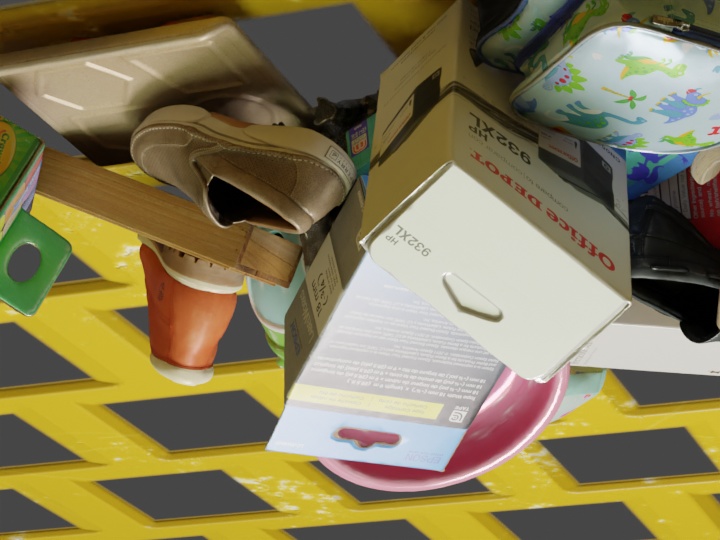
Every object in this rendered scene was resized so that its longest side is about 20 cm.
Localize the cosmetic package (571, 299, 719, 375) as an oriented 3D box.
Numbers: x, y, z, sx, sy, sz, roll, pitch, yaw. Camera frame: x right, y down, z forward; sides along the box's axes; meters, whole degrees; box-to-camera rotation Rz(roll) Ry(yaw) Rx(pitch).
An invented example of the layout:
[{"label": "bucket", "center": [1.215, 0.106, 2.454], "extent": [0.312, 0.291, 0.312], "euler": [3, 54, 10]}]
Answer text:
[{"label": "cosmetic package", "center": [0.265, 0.028, 1.888], "extent": [0.198, 0.086, 0.108], "euler": [3, 159, -6]}]

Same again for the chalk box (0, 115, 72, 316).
[{"label": "chalk box", "center": [-0.295, -0.045, 1.613], "extent": [0.199, 0.125, 0.124], "euler": [29, 155, 0]}]

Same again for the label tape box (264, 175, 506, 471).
[{"label": "label tape box", "center": [0.028, 0.038, 1.583], "extent": [0.143, 0.064, 0.201], "euler": [9, 130, -25]}]

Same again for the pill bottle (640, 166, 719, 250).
[{"label": "pill bottle", "center": [0.236, -0.056, 1.650], "extent": [0.198, 0.113, 0.112], "euler": [-6, 156, 19]}]

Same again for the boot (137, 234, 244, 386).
[{"label": "boot", "center": [-0.140, 0.025, 1.816], "extent": [0.074, 0.108, 0.200], "euler": [10, -171, -12]}]

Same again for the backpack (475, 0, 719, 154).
[{"label": "backpack", "center": [0.181, -0.153, 1.374], "extent": [0.198, 0.148, 0.183], "euler": [8, 159, -19]}]

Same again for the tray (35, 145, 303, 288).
[{"label": "tray", "center": [-0.149, -0.041, 1.686], "extent": [0.199, 0.037, 0.099], "euler": [22, 179, 23]}]

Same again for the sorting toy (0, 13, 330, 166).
[{"label": "sorting toy", "center": [-0.138, -0.126, 1.621], "extent": [0.184, 0.037, 0.200], "euler": [-7, 161, 21]}]

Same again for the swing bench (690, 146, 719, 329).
[{"label": "swing bench", "center": [0.322, -0.057, 1.480], "extent": [0.198, 0.130, 0.201], "euler": [-31, 130, -17]}]

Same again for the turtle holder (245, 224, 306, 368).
[{"label": "turtle holder", "center": [-0.011, 0.004, 1.753], "extent": [0.140, 0.132, 0.185], "euler": [-27, -155, -10]}]

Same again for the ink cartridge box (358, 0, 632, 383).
[{"label": "ink cartridge box", "center": [0.084, -0.051, 1.417], "extent": [0.145, 0.201, 0.084], "euler": [37, 119, -19]}]

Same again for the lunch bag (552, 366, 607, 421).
[{"label": "lunch bag", "center": [0.087, 0.092, 1.962], "extent": [0.199, 0.123, 0.170], "euler": [-5, 178, 28]}]

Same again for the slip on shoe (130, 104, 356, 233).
[{"label": "slip on shoe", "center": [-0.090, -0.061, 1.575], "extent": [0.199, 0.061, 0.076], "euler": [11, 151, 41]}]

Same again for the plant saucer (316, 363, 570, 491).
[{"label": "plant saucer", "center": [0.051, 0.075, 1.706], "extent": [0.199, 0.051, 0.201], "euler": [-8, 135, -8]}]

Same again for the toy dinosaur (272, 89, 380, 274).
[{"label": "toy dinosaur", "center": [-0.001, -0.088, 1.638], "extent": [0.200, 0.077, 0.102], "euler": [-50, 160, 13]}]

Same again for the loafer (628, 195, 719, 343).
[{"label": "loafer", "center": [0.237, 0.021, 1.599], "extent": [0.200, 0.071, 0.068], "euler": [30, 141, -31]}]

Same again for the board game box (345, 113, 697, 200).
[{"label": "board game box", "center": [0.114, -0.086, 1.561], "extent": [0.199, 0.045, 0.152], "euler": [-32, 131, 25]}]
